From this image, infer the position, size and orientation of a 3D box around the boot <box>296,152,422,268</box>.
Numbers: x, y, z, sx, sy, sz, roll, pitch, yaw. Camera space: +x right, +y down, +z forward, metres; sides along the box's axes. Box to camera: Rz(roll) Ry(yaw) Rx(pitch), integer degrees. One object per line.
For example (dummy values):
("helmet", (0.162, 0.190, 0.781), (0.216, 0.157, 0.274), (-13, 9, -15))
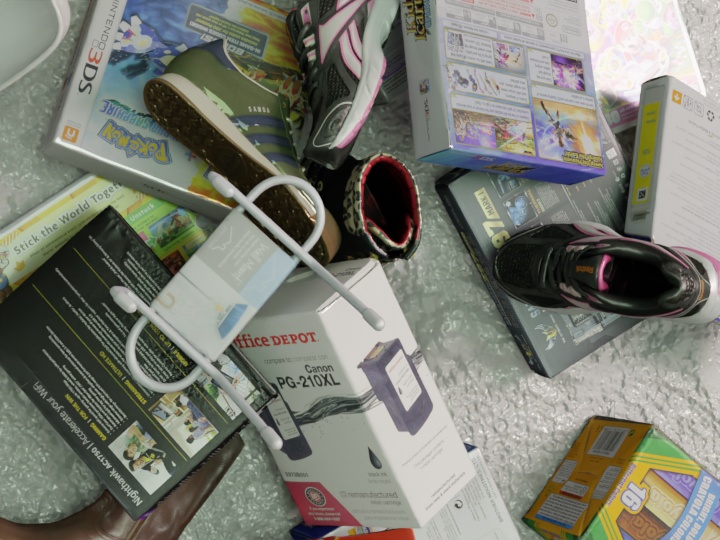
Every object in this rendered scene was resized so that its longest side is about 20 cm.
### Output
("boot", (-0.001, -0.001, 1.464), (0.073, 0.154, 0.205), (-6, 93, -20))

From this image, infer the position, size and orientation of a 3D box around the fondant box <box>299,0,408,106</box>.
("fondant box", (0.017, -0.263, 1.521), (0.144, 0.058, 0.201), (-36, 103, -15))

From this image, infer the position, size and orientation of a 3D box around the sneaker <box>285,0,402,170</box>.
("sneaker", (-0.024, -0.173, 1.432), (0.086, 0.080, 0.201), (18, 57, -5))

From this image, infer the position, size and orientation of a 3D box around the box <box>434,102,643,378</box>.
("box", (0.179, -0.030, 1.577), (0.157, 0.051, 0.201), (-31, 100, -10))

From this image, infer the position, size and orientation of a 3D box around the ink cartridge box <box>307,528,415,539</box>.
("ink cartridge box", (-0.043, 0.279, 1.448), (0.199, 0.050, 0.110), (-12, 99, 20))

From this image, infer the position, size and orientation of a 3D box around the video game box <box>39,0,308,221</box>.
("video game box", (-0.140, -0.148, 1.457), (0.199, 0.047, 0.183), (20, 76, -19))

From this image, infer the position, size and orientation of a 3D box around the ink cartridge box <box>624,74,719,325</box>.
("ink cartridge box", (0.317, -0.044, 1.592), (0.197, 0.047, 0.201), (24, 69, -35))

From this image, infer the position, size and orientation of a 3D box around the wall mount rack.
("wall mount rack", (-0.084, 0.029, 1.330), (0.174, 0.075, 0.200), (41, 91, 3))

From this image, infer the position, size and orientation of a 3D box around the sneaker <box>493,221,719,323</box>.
("sneaker", (0.195, -0.002, 1.460), (0.086, 0.199, 0.081), (7, 86, -58))

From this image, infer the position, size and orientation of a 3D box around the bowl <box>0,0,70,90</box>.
("bowl", (-0.327, -0.224, 1.354), (0.199, 0.075, 0.201), (-27, 103, 22))

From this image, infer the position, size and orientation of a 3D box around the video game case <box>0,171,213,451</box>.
("video game case", (-0.206, 0.017, 1.462), (0.199, 0.023, 0.183), (-35, 102, -15))

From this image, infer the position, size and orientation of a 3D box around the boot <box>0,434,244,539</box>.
("boot", (-0.205, 0.166, 1.438), (0.186, 0.064, 0.201), (35, 83, -30))

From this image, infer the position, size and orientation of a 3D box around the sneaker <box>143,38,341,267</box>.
("sneaker", (-0.074, -0.102, 1.412), (0.200, 0.067, 0.090), (45, 53, -9))

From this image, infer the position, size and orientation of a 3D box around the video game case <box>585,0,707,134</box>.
("video game case", (0.225, -0.229, 1.617), (0.142, 0.018, 0.201), (-21, 97, -18))

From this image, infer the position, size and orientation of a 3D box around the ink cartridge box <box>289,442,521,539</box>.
("ink cartridge box", (0.033, 0.250, 1.520), (0.199, 0.076, 0.137), (-28, 98, -18))

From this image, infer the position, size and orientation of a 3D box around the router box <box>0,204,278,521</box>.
("router box", (-0.184, 0.072, 1.395), (0.149, 0.051, 0.200), (-41, 86, -4))

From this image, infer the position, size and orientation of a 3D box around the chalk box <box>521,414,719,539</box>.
("chalk box", (0.269, 0.240, 1.580), (0.200, 0.125, 0.124), (41, 78, -14))

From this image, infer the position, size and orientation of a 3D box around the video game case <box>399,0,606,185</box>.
("video game case", (0.116, -0.171, 1.467), (0.199, 0.045, 0.183), (6, 73, -44))

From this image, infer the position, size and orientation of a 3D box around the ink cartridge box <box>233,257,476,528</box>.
("ink cartridge box", (-0.016, 0.102, 1.438), (0.084, 0.144, 0.201), (-38, 110, -39))
